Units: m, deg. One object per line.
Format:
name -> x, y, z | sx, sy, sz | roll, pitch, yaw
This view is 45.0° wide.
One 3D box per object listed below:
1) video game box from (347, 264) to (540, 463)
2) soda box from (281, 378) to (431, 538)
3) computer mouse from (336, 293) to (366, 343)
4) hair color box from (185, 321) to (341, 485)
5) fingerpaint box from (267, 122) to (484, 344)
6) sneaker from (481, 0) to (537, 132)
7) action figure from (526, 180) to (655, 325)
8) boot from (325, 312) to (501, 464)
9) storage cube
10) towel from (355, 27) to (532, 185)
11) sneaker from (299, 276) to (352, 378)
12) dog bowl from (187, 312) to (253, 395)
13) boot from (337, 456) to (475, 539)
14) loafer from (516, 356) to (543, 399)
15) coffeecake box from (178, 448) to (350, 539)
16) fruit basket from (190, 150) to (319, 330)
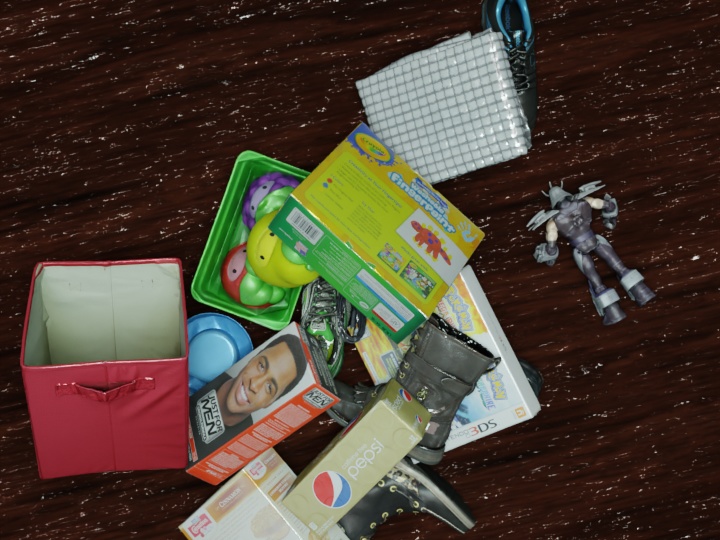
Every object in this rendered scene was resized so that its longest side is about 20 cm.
video game box -> 0.102, 0.122, 1.100 | 0.181, 0.047, 0.201 | -28, 87, 26
soda box -> -0.005, 0.226, 1.042 | 0.068, 0.064, 0.200 | 42, 114, 0
computer mouse -> 0.000, 0.000, 1.133 | 0.058, 0.034, 0.202 | 25, 64, -24
hair color box -> -0.130, 0.164, 1.064 | 0.199, 0.061, 0.102 | -36, 47, 12
fingerpaint box -> 0.021, -0.045, 0.997 | 0.200, 0.073, 0.167 | 41, 48, -3
sneaker -> 0.192, -0.273, 1.130 | 0.072, 0.082, 0.202 | -9, 92, -1
action figure -> 0.298, -0.029, 1.142 | 0.130, 0.069, 0.201 | -32, 86, 9
boot -> 0.055, 0.126, 1.066 | 0.199, 0.069, 0.175 | 24, 111, 10
storage cube -> -0.286, 0.112, 1.001 | 0.169, 0.201, 0.181 | -2, 129, -13
towel -> 0.111, -0.200, 1.112 | 0.198, 0.085, 0.167 | -17, 90, 24
sneaker -> -0.042, 0.054, 1.139 | 0.077, 0.085, 0.202 | 3, 90, 1
dog bowl -> -0.213, 0.153, 1.162 | 0.111, 0.050, 0.202 | 23, 91, 1
boot -> 0.036, 0.318, 1.147 | 0.199, 0.073, 0.151 | 37, 93, -1
loafer -> 0.144, 0.125, 1.146 | 0.199, 0.072, 0.073 | 24, 112, 19
coffeecake box -> -0.112, 0.352, 1.115 | 0.200, 0.073, 0.153 | 49, 119, 4
fruit basket -> -0.113, -0.034, 1.082 | 0.154, 0.216, 0.217 | 20, 91, 1
